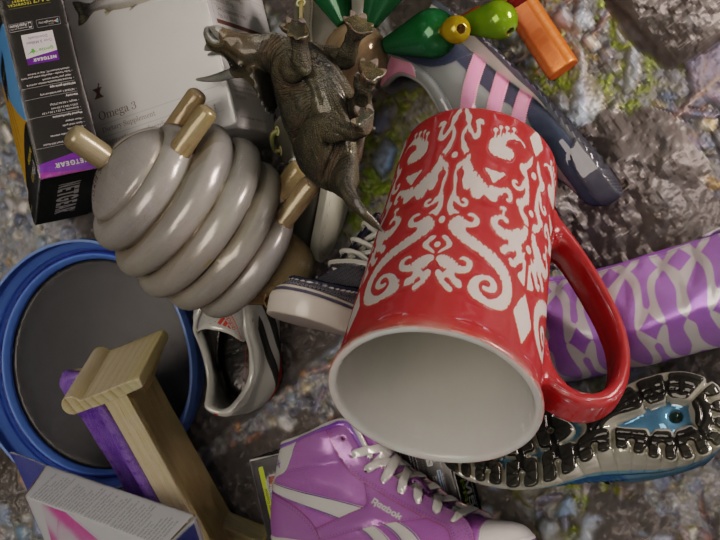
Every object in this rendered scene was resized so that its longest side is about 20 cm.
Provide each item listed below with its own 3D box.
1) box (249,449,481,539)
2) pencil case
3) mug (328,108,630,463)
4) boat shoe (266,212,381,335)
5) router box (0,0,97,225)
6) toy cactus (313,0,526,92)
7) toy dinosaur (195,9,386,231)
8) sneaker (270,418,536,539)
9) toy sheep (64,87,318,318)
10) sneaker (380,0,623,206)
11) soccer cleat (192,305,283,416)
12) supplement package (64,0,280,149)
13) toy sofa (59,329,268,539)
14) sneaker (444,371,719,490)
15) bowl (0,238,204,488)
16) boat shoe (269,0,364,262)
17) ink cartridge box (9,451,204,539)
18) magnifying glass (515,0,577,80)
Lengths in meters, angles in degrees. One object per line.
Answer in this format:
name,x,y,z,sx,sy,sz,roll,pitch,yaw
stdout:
box,0.017,0.218,1.143,0.159,0.044,0.201,-16,85,21
pencil case,0.196,0.021,1.049,0.199,0.084,0.086,-17,94,21
mug,0.077,0.015,1.000,0.177,0.201,0.133,38,134,-27
boat shoe,0.000,0.000,1.068,0.074,0.200,0.093,12,88,21
router box,-0.237,-0.125,1.156,0.051,0.200,0.150,-13,85,-14
toy cactus,0.012,-0.182,1.062,0.199,0.102,0.166,28,99,13
toy dinosaur,-0.024,-0.105,1.022,0.201,0.077,0.102,55,148,17
sneaker,0.027,0.153,1.078,0.199,0.073,0.115,2,88,20
toy sheep,-0.114,-0.042,1.053,0.200,0.138,0.138,35,105,-18
sneaker,0.097,-0.100,1.094,0.082,0.070,0.200,-47,67,9
soccer cleat,-0.092,0.012,1.145,0.068,0.085,0.202,5,103,19
supplement package,-0.142,-0.182,1.157,0.116,0.117,0.201,-16,85,19
toy sofa,-0.152,0.155,1.144,0.097,0.083,0.201,-20,110,16
sneaker,0.154,0.124,1.060,0.199,0.090,0.079,-3,63,14
bowl,-0.214,0.075,1.230,0.199,0.039,0.202,0,91,21
boat shoe,-0.033,-0.109,1.139,0.060,0.072,0.203,8,87,10
ink cartridge box,-0.176,0.241,1.139,0.199,0.043,0.197,10,128,37
magnifying glass,0.094,-0.227,1.120,0.079,0.022,0.201,-35,77,18
